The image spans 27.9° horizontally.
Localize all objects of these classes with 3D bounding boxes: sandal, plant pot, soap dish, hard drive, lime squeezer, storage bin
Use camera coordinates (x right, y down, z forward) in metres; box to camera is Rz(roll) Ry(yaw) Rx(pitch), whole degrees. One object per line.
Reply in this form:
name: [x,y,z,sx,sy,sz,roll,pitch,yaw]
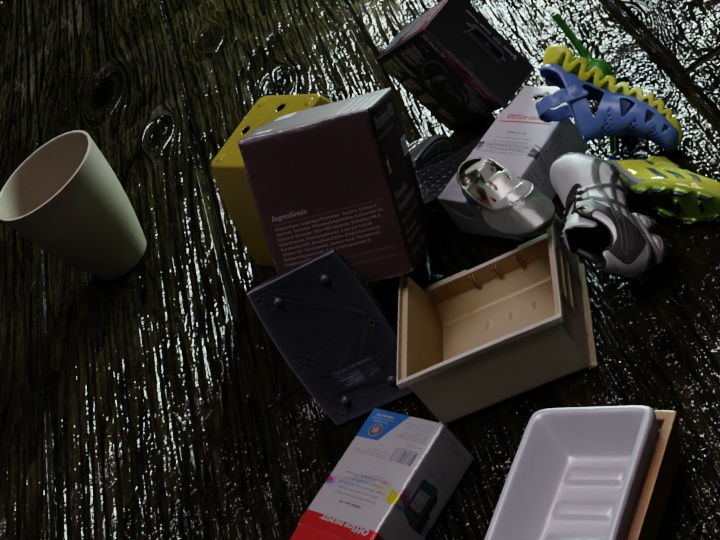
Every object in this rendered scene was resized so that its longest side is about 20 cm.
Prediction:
sandal: [0.290,-0.188,1.730,0.200,0.079,0.087,30,82,22]
plant pot: [-0.432,-0.083,2.261,0.187,0.200,0.188,-26,36,21]
soap dish: [0.211,0.224,1.367,0.157,0.081,0.200,-7,45,40]
plant pot: [-0.083,-0.134,1.995,0.200,0.176,0.200,6,55,48]
hard drive: [-0.026,0.074,1.681,0.135,0.200,0.042,-26,20,21]
sandal: [0.121,-0.113,1.884,0.200,0.048,0.075,-29,34,-13]
lime squeezer: [0.294,-0.230,1.810,0.038,0.071,0.200,-38,67,51]
storage bin: [0.150,0.049,1.623,0.200,0.094,0.199,-25,36,22]

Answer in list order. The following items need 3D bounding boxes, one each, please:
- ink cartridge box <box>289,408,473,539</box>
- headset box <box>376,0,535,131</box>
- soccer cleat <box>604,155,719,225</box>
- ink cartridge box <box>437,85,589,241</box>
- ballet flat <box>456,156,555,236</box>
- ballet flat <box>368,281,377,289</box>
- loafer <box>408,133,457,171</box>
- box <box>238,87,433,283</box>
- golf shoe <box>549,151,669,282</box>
ink cartridge box: [0.017,0.252,1.540,0.116,0.067,0.200,7,55,49]
headset box: [0.127,-0.276,1.921,0.077,0.149,0.200,-52,11,-18]
soccer cleat: [0.341,-0.101,1.637,0.200,0.065,0.084,10,55,50]
ink cartridge box: [0.203,-0.137,1.813,0.116,0.068,0.200,13,60,51]
ballet flat: [0.157,-0.088,1.649,0.067,0.064,0.200,-36,21,-5]
ballet flat: [0.000,0.000,1.851,0.200,0.067,0.070,-50,27,-17]
loafer: [0.045,-0.110,1.944,0.200,0.072,0.063,-41,28,-18]
box: [-0.025,-0.093,1.732,0.164,0.200,0.166,-12,13,15]
golf shoe: [0.254,-0.067,1.603,0.200,0.094,0.078,53,135,42]
